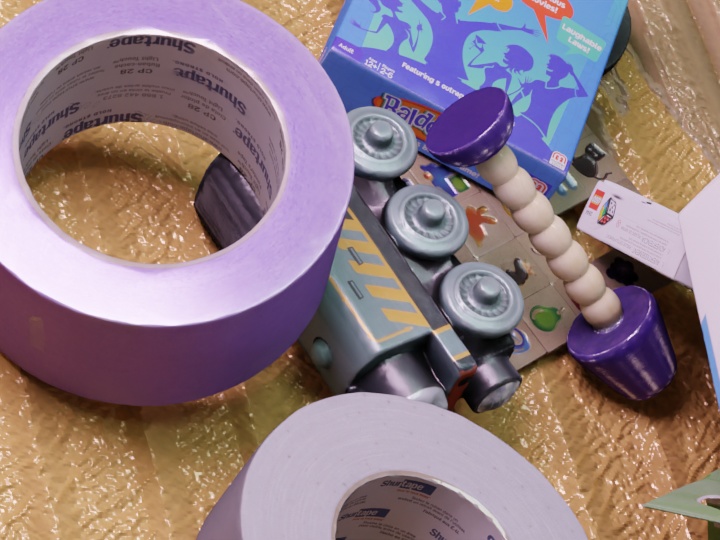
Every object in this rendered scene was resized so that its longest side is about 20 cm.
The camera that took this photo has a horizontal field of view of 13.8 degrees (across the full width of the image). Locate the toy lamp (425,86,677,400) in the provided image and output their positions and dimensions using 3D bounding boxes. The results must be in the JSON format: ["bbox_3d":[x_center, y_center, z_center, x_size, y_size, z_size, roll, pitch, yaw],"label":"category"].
[{"bbox_3d":[0.107,-0.009,1.596,0.200,0.058,0.058,52,35,-27],"label":"toy lamp"}]

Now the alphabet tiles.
[{"bbox_3d":[0.078,-0.049,1.682,0.167,0.008,0.200,-27,74,-38],"label":"alphabet tiles"}]

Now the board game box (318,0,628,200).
[{"bbox_3d":[0.070,-0.147,1.707,0.152,0.045,0.200,27,50,-7],"label":"board game box"}]

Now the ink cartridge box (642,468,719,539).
[{"bbox_3d":[0.253,0.131,1.577,0.104,0.059,0.200,11,21,44],"label":"ink cartridge box"}]

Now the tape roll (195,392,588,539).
[{"bbox_3d":[0.020,0.158,1.436,0.200,0.066,0.201,18,44,-18],"label":"tape roll"}]

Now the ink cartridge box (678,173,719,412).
[{"bbox_3d":[0.293,0.012,1.508,0.200,0.146,0.147,12,53,-28],"label":"ink cartridge box"}]

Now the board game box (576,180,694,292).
[{"bbox_3d":[0.230,0.016,1.650,0.200,0.035,0.126,26,3,-24],"label":"board game box"}]

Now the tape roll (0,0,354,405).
[{"bbox_3d":[-0.107,-0.040,1.472,0.200,0.085,0.200,5,59,-8],"label":"tape roll"}]

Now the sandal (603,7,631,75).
[{"bbox_3d":[0.088,-0.152,1.774,0.200,0.045,0.075,-2,54,-34],"label":"sandal"}]

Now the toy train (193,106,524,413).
[{"bbox_3d":[0.000,0.000,1.561,0.114,0.085,0.200,-22,68,-30],"label":"toy train"}]
